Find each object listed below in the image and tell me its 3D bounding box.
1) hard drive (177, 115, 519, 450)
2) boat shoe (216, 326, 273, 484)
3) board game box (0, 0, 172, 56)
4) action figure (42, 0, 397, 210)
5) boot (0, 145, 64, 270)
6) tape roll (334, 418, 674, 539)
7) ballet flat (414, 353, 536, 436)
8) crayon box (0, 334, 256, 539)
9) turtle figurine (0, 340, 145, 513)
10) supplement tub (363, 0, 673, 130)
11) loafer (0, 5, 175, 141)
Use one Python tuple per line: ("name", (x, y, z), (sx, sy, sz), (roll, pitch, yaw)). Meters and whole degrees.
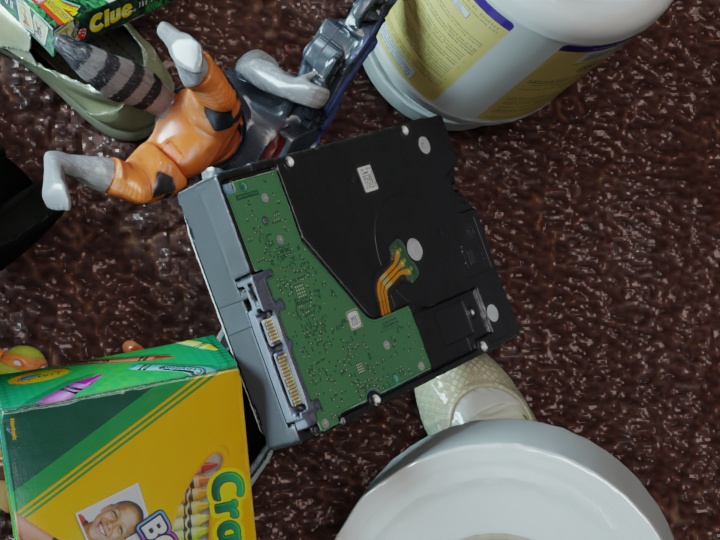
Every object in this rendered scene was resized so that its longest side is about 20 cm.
("hard drive", (0.000, 0.000, 0.796), (0.199, 0.038, 0.141), (-22, 91, -51))
("boat shoe", (-0.055, 0.052, 0.832), (0.071, 0.068, 0.202), (31, 74, -5))
("board game box", (-0.191, -0.204, 0.823), (0.104, 0.024, 0.200), (-34, 66, -30))
("action figure", (-0.069, -0.103, 0.807), (0.104, 0.193, 0.201), (41, 108, 20))
("boot", (-0.253, -0.055, 0.751), (0.079, 0.211, 0.158), (-39, 94, 15))
("tape roll", (0.077, 0.186, 0.792), (0.199, 0.071, 0.206), (1, 95, 9))
("ballet flat", (0.094, 0.127, 0.855), (0.067, 0.062, 0.202), (-24, 85, -18))
("crayon box", (-0.114, 0.144, 0.745), (0.117, 0.058, 0.203), (-10, 107, -18))
("turtle figurine", (-0.195, 0.107, 0.774), (0.198, 0.064, 0.164), (6, 97, -31))
("supplement tub", (0.083, -0.168, 0.834), (0.143, 0.200, 0.148), (4, 77, -18))
("loafer", (-0.188, -0.155, 0.840), (0.199, 0.068, 0.076), (34, 73, -5))
